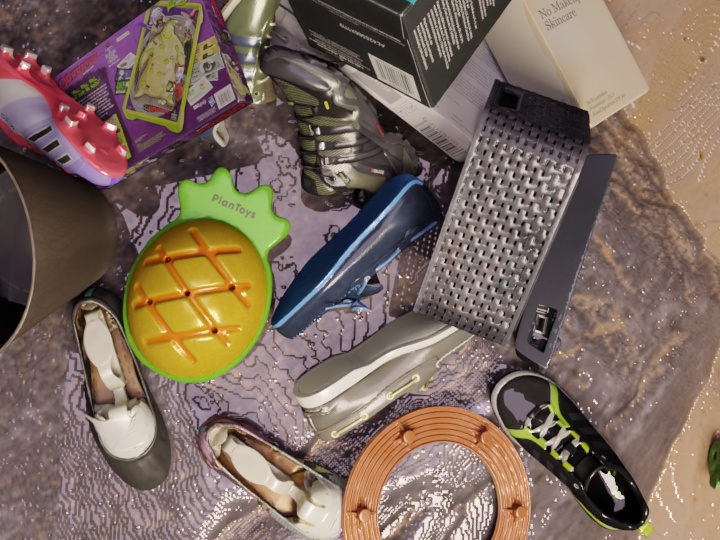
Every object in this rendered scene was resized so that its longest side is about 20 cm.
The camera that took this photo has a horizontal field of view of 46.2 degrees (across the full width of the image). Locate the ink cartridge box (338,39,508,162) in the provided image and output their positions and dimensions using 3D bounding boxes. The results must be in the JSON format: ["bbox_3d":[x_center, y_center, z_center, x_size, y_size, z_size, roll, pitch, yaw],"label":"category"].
[{"bbox_3d":[0.083,-0.236,0.839,0.160,0.050,0.202,33,64,-22],"label":"ink cartridge box"}]

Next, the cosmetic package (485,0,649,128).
[{"bbox_3d":[0.185,-0.235,0.825,0.103,0.073,0.201,-33,96,-30],"label":"cosmetic package"}]

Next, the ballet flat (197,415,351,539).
[{"bbox_3d":[-0.071,0.204,0.798,0.199,0.071,0.070,33,83,-1],"label":"ballet flat"}]

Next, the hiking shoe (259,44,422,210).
[{"bbox_3d":[-0.029,-0.122,0.795,0.200,0.076,0.101,39,89,-29],"label":"hiking shoe"}]

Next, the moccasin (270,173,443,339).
[{"bbox_3d":[0.000,0.000,0.804,0.200,0.081,0.068,-43,113,12],"label":"moccasin"}]

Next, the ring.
[{"bbox_3d":[0.078,0.232,0.810,0.198,0.019,0.203,1,86,-20],"label":"ring"}]

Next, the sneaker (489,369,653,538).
[{"bbox_3d":[0.211,0.173,0.815,0.200,0.083,0.072,45,84,0],"label":"sneaker"}]

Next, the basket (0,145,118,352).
[{"bbox_3d":[-0.298,-0.025,0.725,0.134,0.200,0.183,-7,94,6],"label":"basket"}]

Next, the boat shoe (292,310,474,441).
[{"bbox_3d":[0.033,0.093,0.817,0.200,0.072,0.061,-28,110,-13],"label":"boat shoe"}]

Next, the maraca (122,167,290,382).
[{"bbox_3d":[-0.144,0.005,0.789,0.136,0.107,0.202,22,84,-2],"label":"maraca"}]

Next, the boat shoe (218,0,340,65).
[{"bbox_3d":[-0.075,-0.244,0.840,0.199,0.071,0.070,32,113,-6],"label":"boat shoe"}]

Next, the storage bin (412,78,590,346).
[{"bbox_3d":[0.126,-0.052,0.759,0.093,0.135,0.202,21,118,5],"label":"storage bin"}]

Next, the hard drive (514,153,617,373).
[{"bbox_3d":[0.193,-0.005,0.806,0.042,0.135,0.202,18,85,13],"label":"hard drive"}]

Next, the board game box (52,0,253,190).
[{"bbox_3d":[-0.198,-0.168,0.785,0.198,0.032,0.121,-22,90,30],"label":"board game box"}]

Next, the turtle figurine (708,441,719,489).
[{"bbox_3d":[0.445,0.221,0.800,0.192,0.144,0.202,16,81,1],"label":"turtle figurine"}]

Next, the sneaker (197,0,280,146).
[{"bbox_3d":[-0.109,-0.202,0.801,0.090,0.067,0.200,39,116,-14],"label":"sneaker"}]

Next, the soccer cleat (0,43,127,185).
[{"bbox_3d":[-0.289,-0.132,0.789,0.200,0.066,0.077,43,113,21],"label":"soccer cleat"}]

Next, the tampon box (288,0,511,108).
[{"bbox_3d":[0.048,-0.273,0.702,0.149,0.126,0.201,33,80,24],"label":"tampon box"}]

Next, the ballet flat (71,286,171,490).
[{"bbox_3d":[-0.234,0.114,0.794,0.067,0.068,0.202,-19,88,-6],"label":"ballet flat"}]
